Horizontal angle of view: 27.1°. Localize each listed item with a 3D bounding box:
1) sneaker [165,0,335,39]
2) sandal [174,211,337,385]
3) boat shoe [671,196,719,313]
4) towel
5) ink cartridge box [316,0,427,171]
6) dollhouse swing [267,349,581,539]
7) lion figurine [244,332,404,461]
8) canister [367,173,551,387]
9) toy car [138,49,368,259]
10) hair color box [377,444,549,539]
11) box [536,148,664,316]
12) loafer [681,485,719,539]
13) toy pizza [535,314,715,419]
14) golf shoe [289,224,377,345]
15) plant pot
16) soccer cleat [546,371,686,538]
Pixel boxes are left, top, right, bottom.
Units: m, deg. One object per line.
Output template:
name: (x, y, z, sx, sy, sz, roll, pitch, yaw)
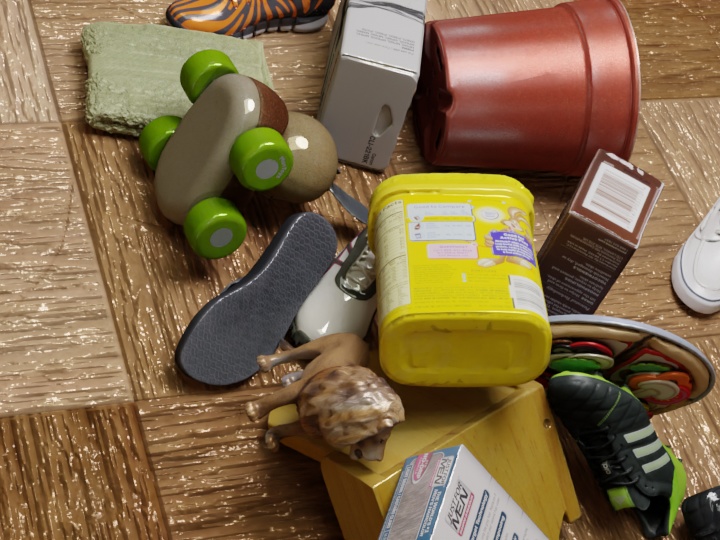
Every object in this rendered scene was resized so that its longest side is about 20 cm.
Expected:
sneaker: (-0.111, -0.310, 1.599, 0.200, 0.112, 0.078, -16, 58, -30)
sandal: (-0.093, 0.030, 1.352, 0.200, 0.043, 0.076, -48, 113, -28)
boat shoe: (0.386, -0.037, 1.581, 0.074, 0.065, 0.200, 28, 47, 4)
towel: (-0.184, -0.189, 1.523, 0.200, 0.037, 0.149, 4, 51, -18)
ink cartridge box: (0.012, -0.226, 1.551, 0.084, 0.144, 0.200, 12, 48, -7)
dollhouse swing: (0.045, 0.179, 1.297, 0.200, 0.176, 0.182, -27, 106, -35)
lion figurine: (-0.024, 0.090, 1.239, 0.122, 0.073, 0.200, -22, 27, 11)
canister: (0.081, 0.007, 1.267, 0.148, 0.087, 0.200, 0, 36, -1)
toy car: (-0.084, -0.096, 1.438, 0.200, 0.158, 0.164, 16, 30, -40)
hair color box: (0.101, 0.240, 1.178, 0.200, 0.060, 0.100, 49, 43, -26)
box: (0.201, -0.005, 1.396, 0.075, 0.200, 0.100, 29, 48, 2)
loafer: (0.380, 0.218, 1.370, 0.200, 0.068, 0.071, -11, 76, -31)
toy pizza: (0.212, 0.095, 1.323, 0.200, 0.200, 0.032, 15, 64, -8)
golf shoe: (0.000, 0.000, 1.397, 0.077, 0.088, 0.200, 32, 49, 6)
plant pot: (0.163, -0.187, 1.555, 0.195, 0.201, 0.201, -3, 52, -11)
soccer cleat: (0.227, 0.161, 1.303, 0.200, 0.067, 0.081, 45, 47, -33)
